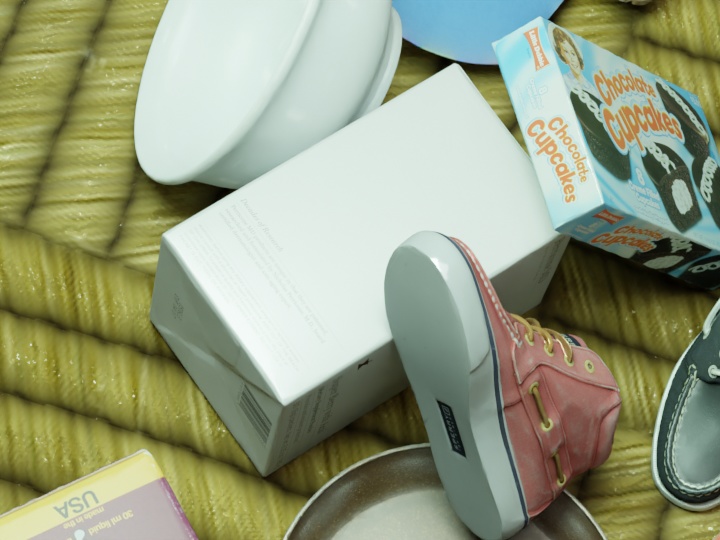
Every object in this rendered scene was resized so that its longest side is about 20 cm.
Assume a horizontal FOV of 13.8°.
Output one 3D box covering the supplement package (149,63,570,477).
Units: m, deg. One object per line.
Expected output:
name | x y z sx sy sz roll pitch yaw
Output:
supplement package | 0.000 0.000 1.653 0.200 0.121 0.120 -32 74 -18

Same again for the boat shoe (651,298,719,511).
boat shoe | 0.224 0.041 1.675 0.076 0.060 0.200 25 83 8

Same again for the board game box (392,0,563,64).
board game box | 0.057 -0.210 1.797 0.158 0.039 0.200 42 62 -6

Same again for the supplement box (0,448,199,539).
supplement box | -0.111 0.215 1.538 0.103 0.131 0.200 -24 72 -17

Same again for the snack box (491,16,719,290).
snack box | 0.151 -0.063 1.673 0.037 0.200 0.116 -28 67 25

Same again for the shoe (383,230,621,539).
shoe | 0.078 0.046 1.584 0.091 0.200 0.071 -33 39 -24

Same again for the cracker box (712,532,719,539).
cracker box | 0.298 0.187 1.645 0.200 0.058 0.134 42 68 12

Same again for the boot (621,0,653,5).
boot | 0.164 -0.263 1.780 0.075 0.107 0.200 0 74 -27

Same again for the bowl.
bowl | -0.039 -0.124 1.685 0.090 0.201 0.201 25 62 -25

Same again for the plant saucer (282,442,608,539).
plant saucer | 0.047 0.192 1.624 0.200 0.032 0.200 3 65 -7
